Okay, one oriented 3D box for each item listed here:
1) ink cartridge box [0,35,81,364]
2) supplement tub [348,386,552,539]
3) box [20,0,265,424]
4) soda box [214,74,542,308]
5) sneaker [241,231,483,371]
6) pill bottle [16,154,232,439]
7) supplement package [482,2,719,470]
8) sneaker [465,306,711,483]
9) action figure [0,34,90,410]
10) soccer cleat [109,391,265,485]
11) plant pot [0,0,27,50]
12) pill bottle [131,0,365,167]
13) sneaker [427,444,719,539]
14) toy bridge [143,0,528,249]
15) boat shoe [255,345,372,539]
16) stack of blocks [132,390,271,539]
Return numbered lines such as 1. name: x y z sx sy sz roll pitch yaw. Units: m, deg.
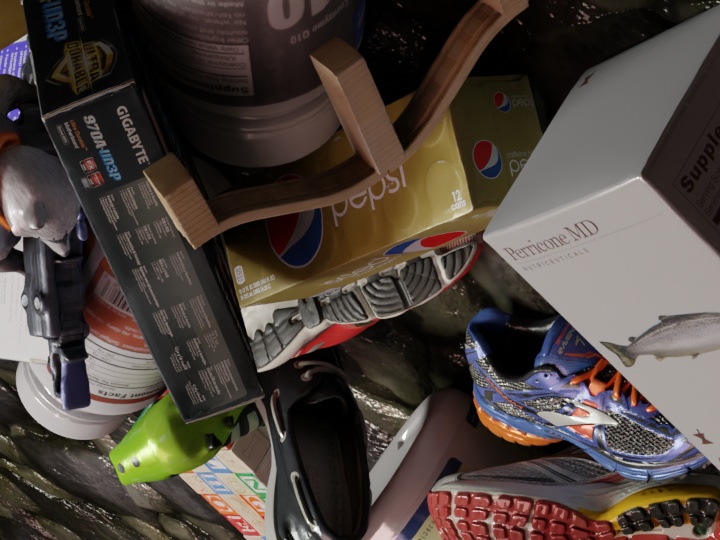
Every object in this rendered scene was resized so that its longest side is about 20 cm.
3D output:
1. ink cartridge box: -0.204 -0.043 0.997 0.043 0.201 0.199 5 178 -35
2. supplement tub: 0.096 0.189 1.080 0.199 0.146 0.145 35 152 -2
3. box: -0.109 -0.049 0.806 0.160 0.046 0.201 -111 2 -50
4. soda box: 0.008 -0.039 0.853 0.199 0.064 0.068 -22 79 48
5. sneaker: 0.000 0.000 0.980 0.199 0.085 0.078 -24 80 39
6. pill bottle: -0.156 0.021 1.065 0.112 0.112 0.200 35 132 -2
7. supplement package: 0.176 -0.002 0.726 0.200 0.118 0.117 43 152 -15
8. sneaker: 0.134 0.065 0.928 0.199 0.076 0.079 3 136 42
9. action figure: -0.210 -0.018 0.870 0.192 0.104 0.202 -7 92 45
10. soccer cleat: -0.098 0.089 1.100 0.081 0.200 0.068 -26 92 28
11. plant pot: -0.263 -0.190 0.841 0.199 0.177 0.201 6 142 42
12. pill bottle: -0.054 -0.145 0.754 0.113 0.114 0.201 25 151 17
13. sneaker: 0.138 0.138 0.973 0.198 0.082 0.078 -3 126 15
14. toy bridge: 0.000 -0.073 0.735 0.027 0.199 0.068 43 165 46
15. boat shoe: -0.027 0.095 1.046 0.075 0.202 0.060 7 147 -31
16. stack of blocks: -0.077 0.168 1.327 0.115 0.059 0.200 -8 131 51
